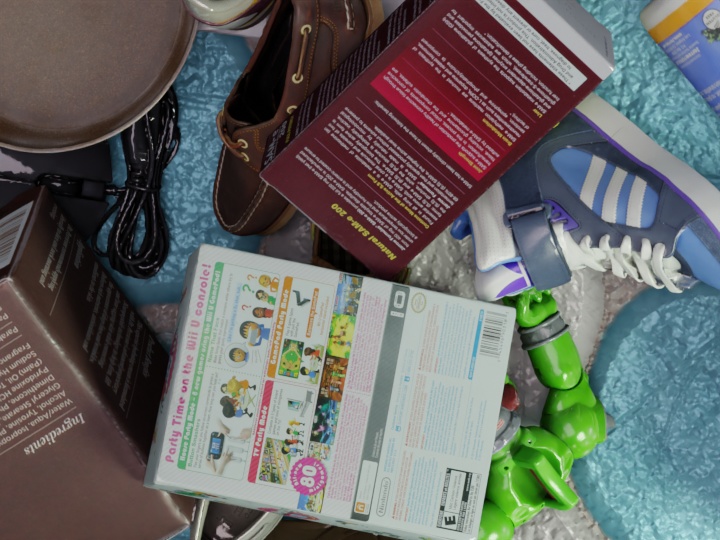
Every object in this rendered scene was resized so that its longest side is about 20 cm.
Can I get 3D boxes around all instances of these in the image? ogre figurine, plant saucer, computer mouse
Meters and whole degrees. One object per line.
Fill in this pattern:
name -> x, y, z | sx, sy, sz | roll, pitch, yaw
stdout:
ogre figurine -> 0.081, 0.110, 1.556 | 0.120, 0.200, 0.098 | 46, 145, -12
plant saucer -> -0.194, -0.172, 1.565 | 0.199, 0.032, 0.202 | -2, 81, 12
computer mouse -> -0.223, -0.070, 1.599 | 0.199, 0.053, 0.139 | 8, 102, 7

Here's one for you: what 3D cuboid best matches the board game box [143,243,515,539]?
board game box -> -0.018, 0.078, 1.468 | 0.199, 0.064, 0.149 | 13, 81, -9

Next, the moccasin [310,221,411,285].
moccasin -> 0.002, 0.000, 1.565 | 0.073, 0.078, 0.203 | 6, 101, 5

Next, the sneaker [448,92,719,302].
sneaker -> 0.144, -0.010, 1.498 | 0.146, 0.081, 0.200 | -42, 56, -5

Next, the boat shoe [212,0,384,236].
boat shoe -> -0.057, -0.102, 1.530 | 0.070, 0.070, 0.201 | 51, 131, 33

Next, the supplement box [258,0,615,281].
supplement box -> 0.045, -0.099, 1.449 | 0.109, 0.061, 0.200 | 41, 112, -16

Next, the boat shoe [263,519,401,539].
boat shoe -> -0.007, 0.202, 1.613 | 0.199, 0.072, 0.065 | -7, 136, 7

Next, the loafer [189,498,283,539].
loafer -> -0.049, 0.105, 1.545 | 0.070, 0.070, 0.201 | 31, 111, 7

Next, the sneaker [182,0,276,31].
sneaker -> -0.047, -0.239, 1.479 | 0.075, 0.090, 0.201 | 24, 96, 5

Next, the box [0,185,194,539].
box -> -0.221, 0.089, 1.549 | 0.164, 0.166, 0.201 | -30, 108, 12

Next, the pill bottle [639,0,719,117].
pill bottle -> 0.275, -0.117, 1.487 | 0.112, 0.112, 0.200 | -41, 92, 13

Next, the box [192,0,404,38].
box -> 0.000, -0.218, 1.547 | 0.199, 0.041, 0.157 | 8, 101, 8
